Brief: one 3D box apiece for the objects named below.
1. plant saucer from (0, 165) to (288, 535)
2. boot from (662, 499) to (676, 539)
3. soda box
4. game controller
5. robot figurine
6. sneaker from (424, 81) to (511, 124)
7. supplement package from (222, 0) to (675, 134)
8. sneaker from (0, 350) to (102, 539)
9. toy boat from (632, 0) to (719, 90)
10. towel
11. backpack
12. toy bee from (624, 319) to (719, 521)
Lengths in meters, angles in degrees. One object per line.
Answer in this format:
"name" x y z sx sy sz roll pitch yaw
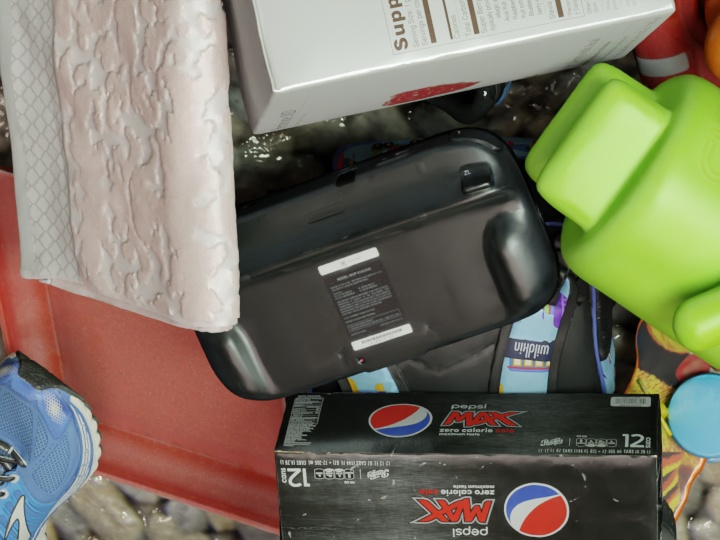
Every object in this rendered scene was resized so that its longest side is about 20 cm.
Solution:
"plant saucer" -0.115 0.038 1.574 0.200 0.037 0.200 15 128 30
"boot" 0.079 0.181 1.486 0.199 0.132 0.070 -11 128 6
"soda box" 0.058 0.107 1.472 0.199 0.063 0.071 0 119 7
"game controller" 0.000 0.000 1.435 0.200 0.042 0.104 -18 112 22
"robot figurine" 0.181 -0.018 1.397 0.200 0.175 0.116 33 98 -12
"sneaker" -0.002 -0.145 1.465 0.199 0.083 0.071 32 125 -15
"supplement package" 0.035 -0.151 1.380 0.199 0.121 0.120 -12 85 -8
"sneaker" -0.213 0.131 1.626 0.078 0.089 0.200 34 131 13
"toy boat" 0.199 -0.129 1.437 0.130 0.131 0.200 -12 121 11
"towel" -0.126 -0.078 1.440 0.032 0.191 0.201 -12 104 -36
"backpack" 0.057 0.041 1.547 0.182 0.135 0.200 -4 121 11
"toy bee" 0.177 0.063 1.591 0.109 0.200 0.131 37 158 11
